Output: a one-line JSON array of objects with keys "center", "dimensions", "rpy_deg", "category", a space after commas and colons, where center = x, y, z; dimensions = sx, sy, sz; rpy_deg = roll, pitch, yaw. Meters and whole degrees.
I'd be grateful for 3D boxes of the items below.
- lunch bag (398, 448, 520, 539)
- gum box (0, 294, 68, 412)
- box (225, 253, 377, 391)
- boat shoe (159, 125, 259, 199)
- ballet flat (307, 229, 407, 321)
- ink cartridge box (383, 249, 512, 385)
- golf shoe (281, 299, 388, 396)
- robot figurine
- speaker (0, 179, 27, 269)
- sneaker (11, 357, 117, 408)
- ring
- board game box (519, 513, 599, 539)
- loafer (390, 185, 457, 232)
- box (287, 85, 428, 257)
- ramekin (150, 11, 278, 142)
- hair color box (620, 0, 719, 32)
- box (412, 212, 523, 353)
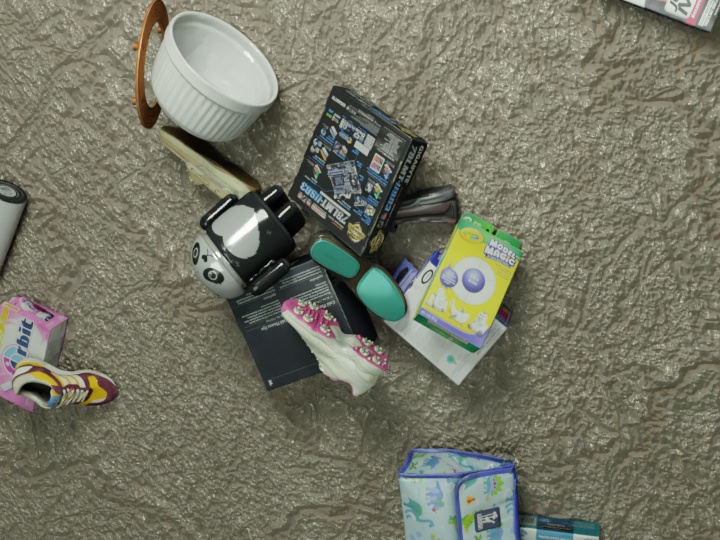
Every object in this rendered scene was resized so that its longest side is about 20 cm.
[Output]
[{"center": [0.173, 0.407, 1.515], "dimensions": [0.195, 0.127, 0.175], "rpy_deg": [-2, 103, 17], "category": "lunch bag"}, {"center": [-0.651, 0.157, 1.726], "dimensions": [0.111, 0.066, 0.204], "rpy_deg": [23, 111, 7], "category": "gum box"}, {"center": [-0.100, 0.079, 1.519], "dimensions": [0.196, 0.104, 0.186], "rpy_deg": [-20, 99, 21], "category": "box"}, {"center": [-0.268, -0.173, 1.514], "dimensions": [0.198, 0.072, 0.066], "rpy_deg": [34, 111, -2], "category": "boat shoe"}, {"center": [0.000, 0.000, 1.425], "dimensions": [0.199, 0.069, 0.068], "rpy_deg": [42, 107, -15], "category": "ballet flat"}, {"center": [0.132, 0.066, 1.461], "dimensions": [0.199, 0.076, 0.137], "rpy_deg": [39, 112, 1], "category": "ink cartridge box"}, {"center": [-0.053, 0.126, 1.426], "dimensions": [0.198, 0.075, 0.092], "rpy_deg": [35, 116, 5], "category": "golf shoe"}, {"center": [-0.186, -0.047, 1.447], "dimensions": [0.199, 0.150, 0.126], "rpy_deg": [-40, 116, -5], "category": "robot figurine"}, {"center": [-0.698, -0.065, 1.666], "dimensions": [0.080, 0.081, 0.202], "rpy_deg": [31, 112, 5], "category": "speaker"}, {"center": [-0.559, 0.231, 1.674], "dimensions": [0.196, 0.091, 0.076], "rpy_deg": [15, 113, -23], "category": "sneaker"}, {"center": [-0.336, -0.330, 1.415], "dimensions": [0.019, 0.201, 0.205], "rpy_deg": [7, 109, 0], "category": "ring"}, {"center": [0.341, 0.537, 1.556], "dimensions": [0.147, 0.047, 0.205], "rpy_deg": [3, 107, 16], "category": "board game box"}, {"center": [0.063, -0.087, 1.442], "dimensions": [0.195, 0.072, 0.064], "rpy_deg": [-12, 107, 16], "category": "loafer"}, {"center": [-0.009, -0.158, 1.398], "dimensions": [0.199, 0.049, 0.202], "rpy_deg": [39, 114, 36], "category": "box"}, {"center": [-0.237, -0.299, 1.402], "dimensions": [0.200, 0.200, 0.105], "rpy_deg": [45, 123, -1], "category": "ramekin"}, {"center": [0.416, -0.417, 1.241], "dimensions": [0.196, 0.061, 0.102], "rpy_deg": [23, 111, 9], "category": "hair color box"}, {"center": [0.175, 0.012, 1.389], "dimensions": [0.115, 0.048, 0.203], "rpy_deg": [27, 71, -2], "category": "box"}]
